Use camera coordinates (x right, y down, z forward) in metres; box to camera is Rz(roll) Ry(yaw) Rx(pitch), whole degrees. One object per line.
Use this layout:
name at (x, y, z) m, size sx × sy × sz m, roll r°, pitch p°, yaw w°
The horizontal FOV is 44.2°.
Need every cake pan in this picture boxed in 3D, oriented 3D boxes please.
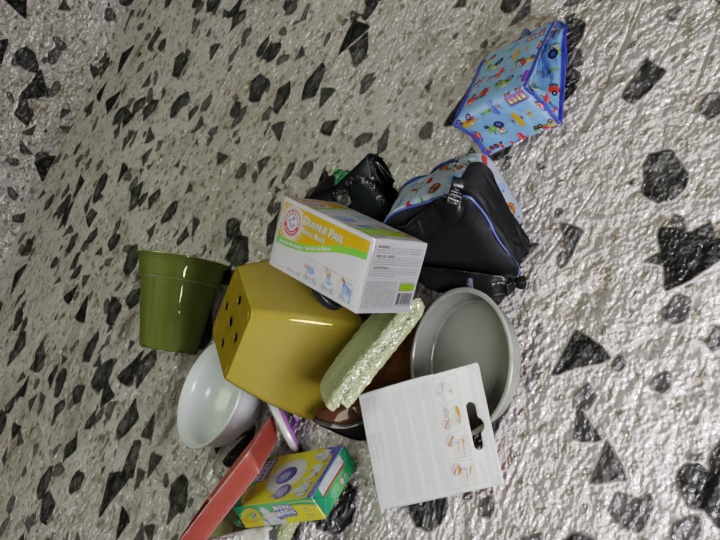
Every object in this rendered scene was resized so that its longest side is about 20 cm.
cake pan at (0.146, 0.127, 1.222) m, size 0.198 × 0.036 × 0.206 m, roll -14°, pitch 72°, yaw 50°

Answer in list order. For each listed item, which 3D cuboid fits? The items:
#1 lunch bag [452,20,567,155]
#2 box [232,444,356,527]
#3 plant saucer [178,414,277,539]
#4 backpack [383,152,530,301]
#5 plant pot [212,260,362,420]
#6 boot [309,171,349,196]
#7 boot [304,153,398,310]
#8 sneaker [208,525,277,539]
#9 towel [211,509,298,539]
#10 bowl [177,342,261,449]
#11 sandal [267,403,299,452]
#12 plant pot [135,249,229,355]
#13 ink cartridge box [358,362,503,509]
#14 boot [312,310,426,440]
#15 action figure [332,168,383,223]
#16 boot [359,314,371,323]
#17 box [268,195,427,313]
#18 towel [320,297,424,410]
lunch bag at (0.242, -0.304, 1.385) m, size 0.149 × 0.093 × 0.203 m, roll -20°, pitch 44°, yaw 45°
box at (-0.111, 0.336, 1.376) m, size 0.197 × 0.049 × 0.118 m, roll -21°, pitch 20°, yaw 37°
plant saucer at (-0.205, 0.344, 1.423) m, size 0.201 × 0.036 × 0.200 m, roll -53°, pitch 1°, yaw 9°
backpack at (0.131, -0.067, 1.275) m, size 0.188 × 0.202 × 0.155 m, roll -13°, pitch 33°, yaw 36°
plant pot at (-0.134, 0.099, 1.453) m, size 0.203 × 0.173 × 0.201 m, roll -65°, pitch 31°, yaw 25°
boot at (-0.077, -0.092, 1.607) m, size 0.190 × 0.068 × 0.200 m, roll -55°, pitch 4°, yaw -4°
boot at (-0.012, -0.061, 1.362) m, size 0.167 × 0.075 × 0.205 m, roll -28°, pitch 61°, yaw 40°
sneaker at (-0.212, 0.446, 1.391) m, size 0.198 × 0.086 × 0.076 m, roll -34°, pitch 41°, yaw 30°
towel at (-0.176, 0.423, 1.464) m, size 0.198 × 0.036 × 0.151 m, roll 17°, pitch 81°, yaw 54°
bowl at (-0.242, 0.236, 1.617) m, size 0.199 × 0.089 × 0.205 m, roll -29°, pitch 48°, yaw 37°
sandal at (-0.133, 0.221, 1.518) m, size 0.049 × 0.083 × 0.204 m, roll -27°, pitch 41°, yaw -3°
plant pot at (-0.381, 0.071, 1.836) m, size 0.198 × 0.197 × 0.195 m, roll 2°, pitch 82°, yaw 50°
ink cartridge box at (0.099, 0.227, 1.212) m, size 0.197 × 0.047 × 0.164 m, roll -20°, pitch 74°, yaw 30°
boot at (0.016, 0.155, 1.374) m, size 0.186 × 0.068 × 0.204 m, roll -12°, pitch 58°, yaw 47°
action figure at (0.002, -0.094, 1.446) m, size 0.117 × 0.054 × 0.202 m, roll -38°, pitch 57°, yaw 16°
boot at (0.000, 0.000, 1.491) m, size 0.148 × 0.069 × 0.200 m, roll -59°, pitch 36°, yaw 8°
box at (-0.022, -0.024, 1.239) m, size 0.198 × 0.111 × 0.104 m, roll 27°, pitch 107°, yaw 43°
towel at (0.011, 0.114, 1.298) m, size 0.201 × 0.036 × 0.148 m, roll -50°, pitch 10°, yaw -5°
